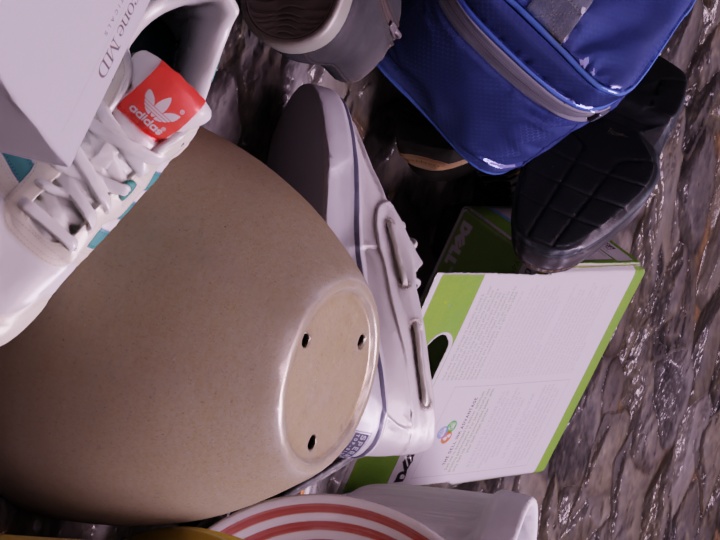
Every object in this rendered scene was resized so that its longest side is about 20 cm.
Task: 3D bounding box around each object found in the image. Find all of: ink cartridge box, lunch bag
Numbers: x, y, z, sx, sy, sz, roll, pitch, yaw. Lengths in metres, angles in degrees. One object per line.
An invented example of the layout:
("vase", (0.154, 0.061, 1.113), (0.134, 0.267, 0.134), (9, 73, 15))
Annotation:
("ink cartridge box", (0.054, 0.042, 1.485), (0.200, 0.076, 0.148), (0, 121, -51))
("lunch bag", (0.111, -0.166, 1.410), (0.136, 0.132, 0.200), (44, 53, -14))

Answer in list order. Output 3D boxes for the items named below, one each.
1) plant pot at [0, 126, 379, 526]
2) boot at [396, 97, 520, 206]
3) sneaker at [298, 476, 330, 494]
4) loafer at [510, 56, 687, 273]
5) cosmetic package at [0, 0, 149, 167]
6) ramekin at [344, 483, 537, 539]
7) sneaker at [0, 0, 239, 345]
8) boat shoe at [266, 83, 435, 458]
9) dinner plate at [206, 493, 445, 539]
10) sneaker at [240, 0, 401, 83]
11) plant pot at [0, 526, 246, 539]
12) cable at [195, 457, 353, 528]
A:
("plant pot", (-0.070, 0.034, 1.211), (0.200, 0.134, 0.201), (-39, 137, -51))
("boot", (0.082, -0.059, 1.535), (0.200, 0.077, 0.139), (-38, 140, -50))
("sneaker", (-0.055, 0.177, 1.384), (0.092, 0.075, 0.201), (32, 75, -67))
("loafer", (0.134, -0.049, 1.491), (0.200, 0.073, 0.073), (-49, 162, -48))
("cosmetic package", (-0.160, -0.140, 1.009), (0.113, 0.081, 0.200), (-68, 152, -20))
("ramekin", (0.024, 0.209, 1.393), (0.200, 0.104, 0.201), (11, 90, -80))
("sneaker", (-0.117, -0.054, 1.099), (0.070, 0.093, 0.200), (46, 53, -22))
("boat shoe", (0.000, 0.000, 1.315), (0.065, 0.072, 0.201), (7, 56, -32))
("dinner plate", (-0.019, 0.211, 1.285), (0.024, 0.199, 0.201), (24, 81, -80))
("sneaker", (-0.003, -0.198, 1.315), (0.106, 0.074, 0.201), (28, 81, -72))
("plant pot", (-0.117, 0.202, 1.157), (0.189, 0.200, 0.202), (29, 77, -48))
("cable", (-0.059, 0.114, 1.333), (0.050, 0.097, 0.201), (175, -63, -83))
